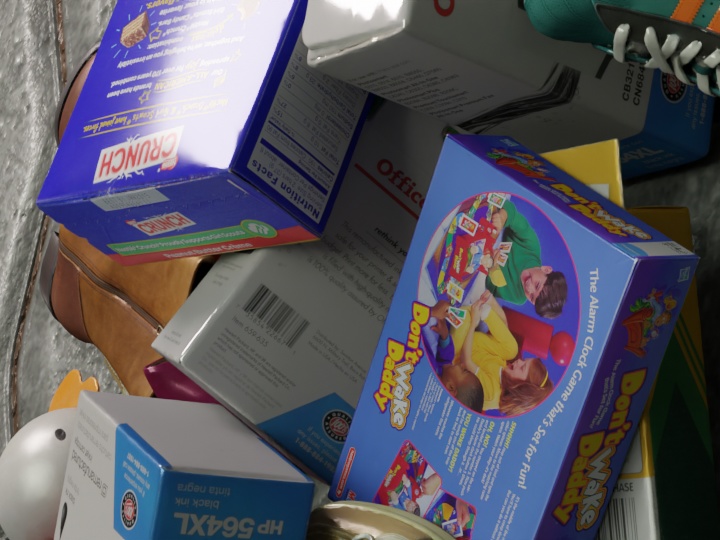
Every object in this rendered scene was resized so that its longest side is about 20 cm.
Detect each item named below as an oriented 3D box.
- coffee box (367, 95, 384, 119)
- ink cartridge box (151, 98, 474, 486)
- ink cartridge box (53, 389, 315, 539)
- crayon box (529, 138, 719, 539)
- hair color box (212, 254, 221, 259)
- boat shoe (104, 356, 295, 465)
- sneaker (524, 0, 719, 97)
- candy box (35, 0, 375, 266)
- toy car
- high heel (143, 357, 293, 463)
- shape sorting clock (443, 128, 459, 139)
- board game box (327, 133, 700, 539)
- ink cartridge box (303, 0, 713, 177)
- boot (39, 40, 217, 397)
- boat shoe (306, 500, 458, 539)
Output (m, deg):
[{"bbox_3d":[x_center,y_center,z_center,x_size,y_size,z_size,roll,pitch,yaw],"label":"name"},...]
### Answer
[{"bbox_3d":[-0.027,-0.102,1.402,0.123,0.044,0.200,29,86,32],"label":"coffee box"},{"bbox_3d":[0.000,0.000,1.326,0.200,0.116,0.067,-52,16,-7],"label":"ink cartridge box"},{"bbox_3d":[-0.100,0.176,1.254,0.146,0.084,0.201,-152,71,-64],"label":"ink cartridge box"},{"bbox_3d":[0.105,0.044,1.232,0.126,0.051,0.201,-9,85,47],"label":"crayon box"},{"bbox_3d":[-0.080,-0.052,1.542,0.200,0.061,0.102,132,142,-53],"label":"hair color box"},{"bbox_3d":[-0.114,0.096,1.546,0.067,0.074,0.200,-60,35,7],"label":"boat shoe"},{"bbox_3d":[0.174,-0.108,1.164,0.071,0.199,0.080,73,-161,-72],"label":"sneaker"},{"bbox_3d":[-0.064,-0.110,1.317,0.169,0.077,0.201,-5,56,48],"label":"candy box"},{"bbox_3d":[-0.150,0.140,1.441,0.177,0.184,0.201,-43,53,46],"label":"toy car"},{"bbox_3d":[-0.030,0.015,1.404,0.200,0.096,0.067,-55,15,-23],"label":"high heel"},{"bbox_3d":[0.044,-0.125,1.440,0.200,0.039,0.201,-33,41,35],"label":"shape sorting clock"},{"bbox_3d":[0.068,0.054,1.201,0.134,0.045,0.201,36,117,40],"label":"board game box"},{"bbox_3d":[0.083,-0.146,1.263,0.084,0.200,0.147,-11,66,52],"label":"ink cartridge box"},{"bbox_3d":[-0.134,-0.030,1.501,0.200,0.068,0.189,37,110,61],"label":"boot"},{"bbox_3d":[0.028,0.171,1.168,0.201,0.063,0.073,37,118,37],"label":"boat shoe"}]
